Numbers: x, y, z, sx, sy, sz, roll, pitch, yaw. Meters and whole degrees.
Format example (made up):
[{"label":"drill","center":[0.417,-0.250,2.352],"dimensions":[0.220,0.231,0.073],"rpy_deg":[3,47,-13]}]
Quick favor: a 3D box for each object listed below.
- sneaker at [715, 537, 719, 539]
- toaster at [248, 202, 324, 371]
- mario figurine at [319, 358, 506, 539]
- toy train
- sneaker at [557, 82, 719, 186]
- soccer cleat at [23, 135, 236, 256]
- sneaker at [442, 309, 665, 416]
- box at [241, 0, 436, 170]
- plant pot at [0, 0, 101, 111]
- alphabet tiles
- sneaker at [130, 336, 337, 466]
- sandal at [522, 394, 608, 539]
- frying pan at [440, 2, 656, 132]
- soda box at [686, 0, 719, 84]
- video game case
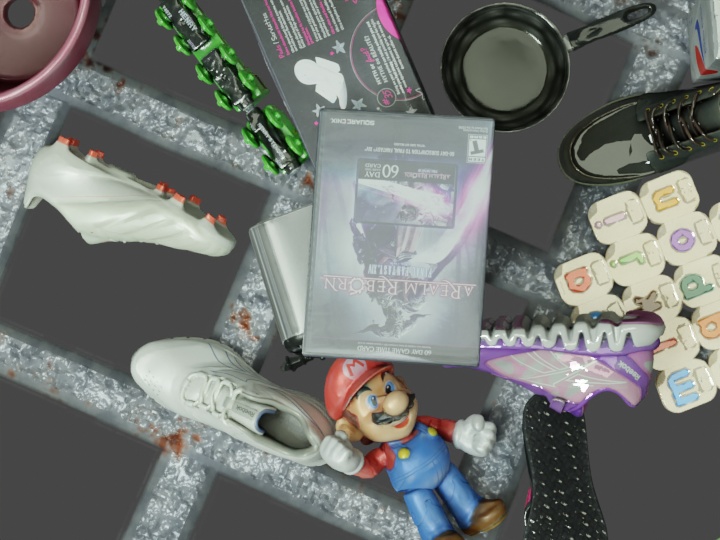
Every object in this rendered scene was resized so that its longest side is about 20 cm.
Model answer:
[{"label":"sneaker","center":[0.329,0.328,1.740],"dimensions":[0.084,0.077,0.201],"rpy_deg":[-5,91,-14]},{"label":"toaster","center":[0.000,0.000,1.708],"dimensions":[0.200,0.181,0.119],"rpy_deg":[-20,85,2]},{"label":"mario figurine","center":[0.044,0.152,1.728],"dimensions":[0.106,0.123,0.200],"rpy_deg":[-35,94,27]},{"label":"toy train","center":[-0.111,-0.168,1.778],"dimensions":[0.042,0.056,0.200],"rpy_deg":[-37,87,17]},{"label":"sneaker","center":[0.267,-0.127,1.730],"dimensions":[0.199,0.106,0.075],"rpy_deg":[-17,88,3]},{"label":"soccer cleat","center":[-0.204,-0.049,1.779],"dimensions":[0.200,0.069,0.078],"rpy_deg":[26,95,11]},{"label":"sneaker","center":[0.165,0.084,1.740],"dimensions":[0.200,0.080,0.089],"rpy_deg":[-1,100,13]},{"label":"box","center":[-0.011,-0.167,1.735],"dimensions":[0.114,0.132,0.200],"rpy_deg":[-23,86,5]},{"label":"plant pot","center":[-0.313,-0.229,1.731],"dimensions":[0.199,0.179,0.201],"rpy_deg":[0,88,3]},{"label":"alphabet tiles","center":[0.280,0.018,1.771],"dimensions":[0.195,0.015,0.200],"rpy_deg":[-22,87,2]},{"label":"sneaker","center":[-0.109,0.111,1.756],"dimensions":[0.200,0.087,0.075],"rpy_deg":[21,91,5]},{"label":"sandal","center":[0.175,0.204,1.752],"dimensions":[0.075,0.045,0.201],"rpy_deg":[-1,67,0]},{"label":"frying pan","center":[0.155,-0.205,1.776],"dimensions":[0.190,0.031,0.115],"rpy_deg":[-44,87,-2]},{"label":"soda box","center":[0.316,-0.199,1.682],"dimensions":[0.068,0.200,0.064],"rpy_deg":[-5,89,4]},{"label":"video game case","center":[0.031,-0.027,1.610],"dimensions":[0.142,0.019,0.201],"rpy_deg":[4,83,3]}]
